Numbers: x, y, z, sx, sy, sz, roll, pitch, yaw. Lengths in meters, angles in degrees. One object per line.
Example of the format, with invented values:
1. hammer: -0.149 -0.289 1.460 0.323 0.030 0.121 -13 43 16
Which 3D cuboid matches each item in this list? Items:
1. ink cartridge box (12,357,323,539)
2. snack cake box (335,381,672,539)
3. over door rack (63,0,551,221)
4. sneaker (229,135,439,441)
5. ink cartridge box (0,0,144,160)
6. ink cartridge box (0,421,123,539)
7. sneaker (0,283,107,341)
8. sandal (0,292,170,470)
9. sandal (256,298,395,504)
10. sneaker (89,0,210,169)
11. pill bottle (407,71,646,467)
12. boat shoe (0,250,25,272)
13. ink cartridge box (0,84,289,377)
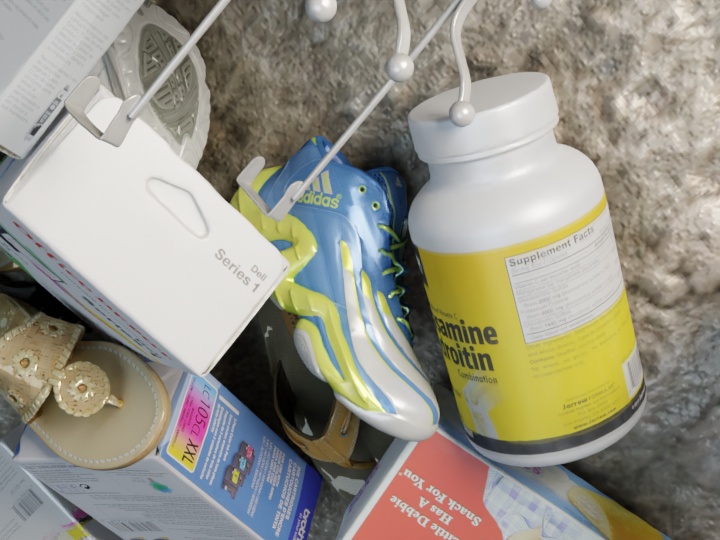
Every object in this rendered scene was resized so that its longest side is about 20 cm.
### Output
1. ink cartridge box: -0.119 0.145 0.804 0.135 0.077 0.200 -6 140 32
2. snack cake box: 0.095 0.180 0.743 0.199 0.067 0.116 34 109 -1
3. over door rack: -0.013 -0.097 0.547 0.199 0.147 0.067 -38 61 18
4. sneaker: 0.000 0.000 0.694 0.105 0.075 0.201 -46 68 18
5. ink cartridge box: -0.178 -0.191 0.634 0.201 0.041 0.199 -51 55 5
6. ink cartridge box: -0.225 0.219 0.929 0.200 0.067 0.116 48 123 -1
7. sneaker: -0.242 0.055 0.866 0.197 0.074 0.081 9 128 26
8. sandal: -0.208 0.060 0.726 0.210 0.069 0.078 24 86 43
9. sandal: -0.026 0.085 0.784 0.079 0.054 0.202 -16 107 29
10. sneaker: -0.167 -0.141 0.737 0.099 0.078 0.202 -21 95 37
11. pill bottle: 0.090 -0.002 0.658 0.110 0.112 0.203 -7 110 26
12. boat shoe: -0.289 -0.035 0.841 0.197 0.073 0.070 0 93 32
13. ink cartridge box: -0.148 -0.020 0.693 0.145 0.084 0.199 44 164 -19
